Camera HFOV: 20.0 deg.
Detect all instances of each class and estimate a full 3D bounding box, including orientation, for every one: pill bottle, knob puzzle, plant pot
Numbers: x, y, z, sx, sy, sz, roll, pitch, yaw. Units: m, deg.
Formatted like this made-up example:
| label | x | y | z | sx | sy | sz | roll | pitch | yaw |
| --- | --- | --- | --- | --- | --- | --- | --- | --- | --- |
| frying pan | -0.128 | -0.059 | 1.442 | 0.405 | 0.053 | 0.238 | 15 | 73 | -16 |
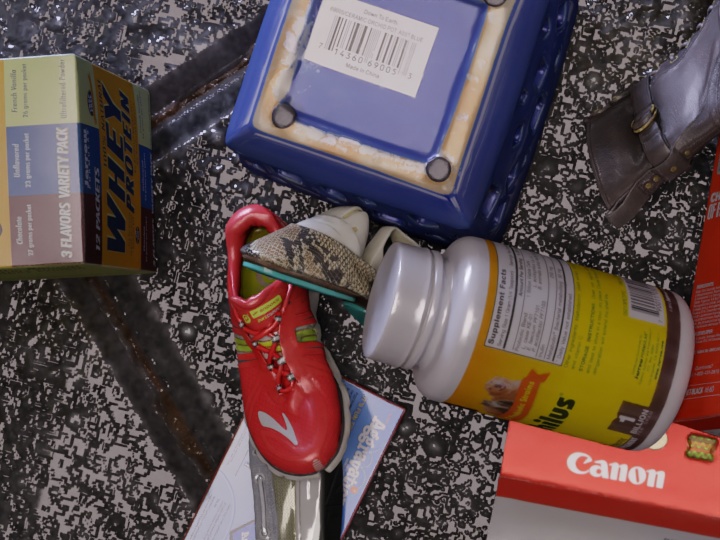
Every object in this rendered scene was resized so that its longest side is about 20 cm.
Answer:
| label | x | y | z | sx | sy | sz | roll | pitch | yaw |
| --- | --- | --- | --- | --- | --- | --- | --- | --- | --- |
| pill bottle | 0.106 | 0.044 | 1.321 | 0.199 | 0.109 | 0.110 | 15 | 90 | -11 |
| knob puzzle | 0.240 | 0.136 | 1.400 | 0.218 | 0.030 | 0.221 | 0 | 89 | 8 |
| plant pot | 0.024 | -0.133 | 1.363 | 0.199 | 0.180 | 0.201 | 19 | 92 | 7 |

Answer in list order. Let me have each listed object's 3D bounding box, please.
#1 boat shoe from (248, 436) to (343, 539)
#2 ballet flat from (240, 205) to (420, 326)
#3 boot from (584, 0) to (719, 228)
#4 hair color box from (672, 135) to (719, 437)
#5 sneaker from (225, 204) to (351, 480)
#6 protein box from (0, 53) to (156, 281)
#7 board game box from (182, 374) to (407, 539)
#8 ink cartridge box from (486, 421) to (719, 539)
| label | x | y | z | sx | sy | sz | roll | pitch | yaw |
| --- | --- | --- | --- | --- | --- | --- | --- | --- | --- |
| boat shoe | -0.053 | 0.212 | 1.400 | 0.064 | 0.074 | 0.203 | 3 | 84 | 15 |
| ballet flat | 0.000 | 0.000 | 1.374 | 0.068 | 0.200 | 0.076 | 20 | 81 | 47 |
| boot | 0.218 | -0.138 | 1.379 | 0.069 | 0.201 | 0.174 | 37 | 127 | -25 |
| hair color box | 0.279 | 0.015 | 1.338 | 0.110 | 0.064 | 0.201 | 18 | 74 | -24 |
| sneaker | -0.062 | 0.047 | 1.389 | 0.077 | 0.085 | 0.201 | -19 | 63 | 9 |
| protein box | -0.258 | -0.062 | 1.387 | 0.197 | 0.200 | 0.136 | -3 | 88 | 8 |
| board game box | -0.056 | 0.164 | 1.445 | 0.103 | 0.019 | 0.201 | 27 | 92 | 9 |
| ink cartridge box | 0.163 | 0.186 | 1.370 | 0.161 | 0.050 | 0.201 | 10 | 93 | 7 |
